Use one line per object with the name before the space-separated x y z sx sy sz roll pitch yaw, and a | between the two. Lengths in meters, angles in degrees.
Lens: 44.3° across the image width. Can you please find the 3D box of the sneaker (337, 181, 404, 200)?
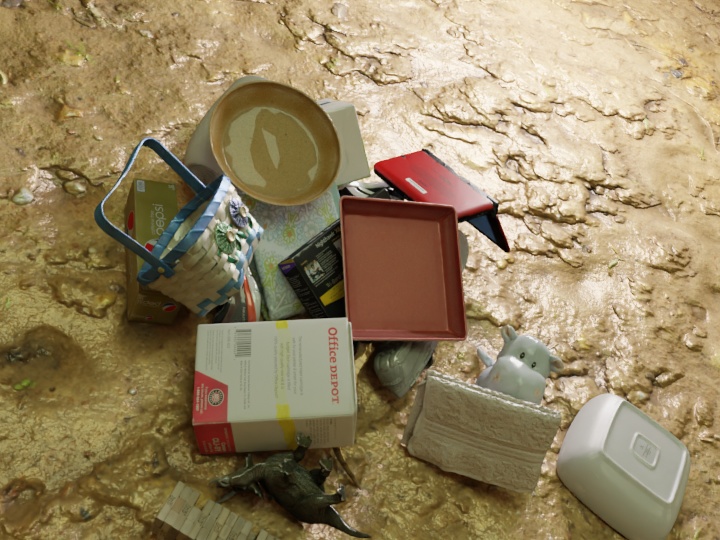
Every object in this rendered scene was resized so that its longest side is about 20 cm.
sneaker | 0.010 -0.084 1.424 0.198 0.073 0.113 -13 58 -38

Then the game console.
game console | 0.134 -0.102 1.456 0.170 0.120 0.200 -18 41 -29

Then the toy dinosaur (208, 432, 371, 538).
toy dinosaur | -0.073 0.264 1.073 0.198 0.102 0.078 29 43 -13

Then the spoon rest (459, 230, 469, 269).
spoon rest | 0.091 -0.017 1.410 0.197 0.101 0.061 -5 22 -25

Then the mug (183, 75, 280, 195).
mug | -0.167 -0.168 1.354 0.200 0.147 0.176 43 55 -13

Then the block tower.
block tower | -0.140 0.321 1.008 0.198 0.054 0.058 32 45 -2

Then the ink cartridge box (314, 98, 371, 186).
ink cartridge box | -0.054 -0.211 1.427 0.066 0.119 0.200 -18 18 -12

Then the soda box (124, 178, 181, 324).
soda box | -0.285 -0.028 1.214 0.063 0.068 0.202 7 50 -25

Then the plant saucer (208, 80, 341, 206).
plant saucer | -0.124 -0.176 1.265 0.197 0.035 0.204 10 65 -20

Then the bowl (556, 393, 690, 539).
bowl | 0.409 0.289 1.331 0.199 0.075 0.200 38 46 6

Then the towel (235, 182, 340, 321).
towel | -0.093 -0.042 1.302 0.169 0.048 0.204 -16 90 -34

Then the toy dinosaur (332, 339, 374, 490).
toy dinosaur | -0.032 0.176 1.176 0.104 0.061 0.203 8 70 15

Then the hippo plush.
hippo plush | 0.231 0.176 1.262 0.158 0.162 0.200 36 44 4

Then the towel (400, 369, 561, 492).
towel | 0.159 0.218 1.188 0.197 0.134 0.035 16 28 4

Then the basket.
basket | -0.227 -0.059 1.120 0.199 0.139 0.178 37 39 -20

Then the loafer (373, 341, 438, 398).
loafer | 0.080 0.114 1.310 0.200 0.069 0.071 -45 116 -49

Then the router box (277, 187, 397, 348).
router box | 0.000 0.000 1.289 0.199 0.052 0.159 -37 100 -30

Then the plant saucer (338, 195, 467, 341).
plant saucer | 0.055 0.002 1.263 0.196 0.037 0.204 3 76 -28

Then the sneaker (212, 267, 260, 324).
sneaker | -0.202 -0.007 1.243 0.081 0.078 0.202 -8 56 -25

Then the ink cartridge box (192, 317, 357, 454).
ink cartridge box | -0.106 0.145 1.111 0.196 0.084 0.147 -2 50 -3
